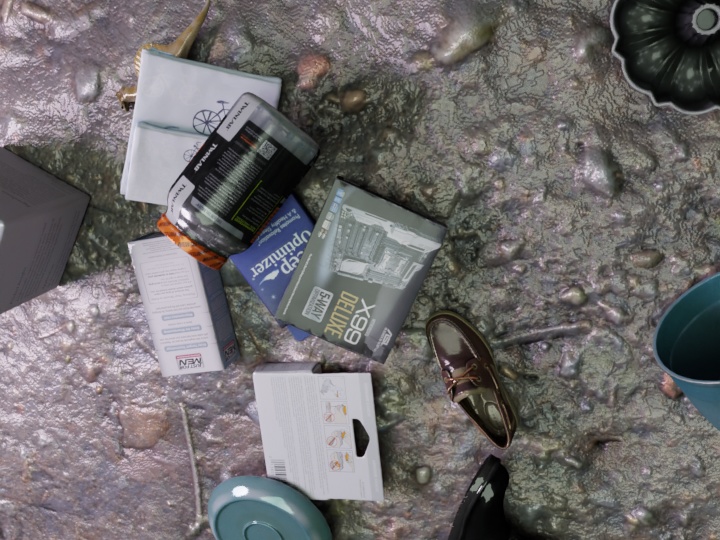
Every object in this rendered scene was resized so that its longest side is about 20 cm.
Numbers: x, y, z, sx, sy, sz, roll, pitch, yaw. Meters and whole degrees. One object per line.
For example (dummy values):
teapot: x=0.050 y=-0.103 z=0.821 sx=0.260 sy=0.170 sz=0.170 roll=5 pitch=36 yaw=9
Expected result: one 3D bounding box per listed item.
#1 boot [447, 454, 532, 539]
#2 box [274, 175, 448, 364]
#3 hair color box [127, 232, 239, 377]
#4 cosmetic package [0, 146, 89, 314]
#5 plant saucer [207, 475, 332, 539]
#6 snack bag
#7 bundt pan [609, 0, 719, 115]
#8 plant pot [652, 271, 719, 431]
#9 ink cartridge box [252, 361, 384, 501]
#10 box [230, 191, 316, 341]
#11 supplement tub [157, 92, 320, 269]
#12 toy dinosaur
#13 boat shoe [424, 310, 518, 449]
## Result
boot: x=0.207 y=0.361 z=1.084 sx=0.158 sy=0.079 sz=0.211 roll=21 pitch=119 yaw=14
box: x=0.000 y=0.000 z=1.028 sx=0.158 sy=0.050 sz=0.200 roll=24 pitch=101 yaw=-5
hair color box: x=-0.247 y=0.043 z=1.122 sx=0.099 sy=0.061 sz=0.200 roll=-8 pitch=102 yaw=16
cosmetic package: x=-0.514 y=-0.053 z=1.087 sx=0.165 sy=0.200 sz=0.165 roll=29 pitch=109 yaw=5
plant saucer: x=-0.140 y=0.390 z=1.181 sx=0.200 sy=0.027 sz=0.200 roll=8 pitch=121 yaw=14
snack bag: x=-0.202 y=-0.172 z=1.031 sx=0.188 sy=0.021 sz=0.200 roll=9 pitch=111 yaw=-16
bundt pan: x=0.376 y=-0.275 z=0.876 sx=0.202 sy=0.076 sz=0.202 roll=3 pitch=105 yaw=12
plant pot: x=0.472 y=0.120 z=0.908 sx=0.200 sy=0.200 sz=0.188 roll=-31 pitch=111 yaw=19
ink cartridge box: x=-0.055 y=0.229 z=1.134 sx=0.173 sy=0.044 sz=0.200 roll=-3 pitch=104 yaw=14
box: x=-0.095 y=-0.010 z=1.068 sx=0.121 sy=0.032 sz=0.200 roll=-35 pitch=99 yaw=6
supplement tub: x=-0.153 y=-0.108 z=0.981 sx=0.122 sy=0.123 sz=0.200 roll=38 pitch=92 yaw=1
toy dinosaur: x=-0.249 y=-0.261 z=1.043 sx=0.200 sy=0.058 sz=0.101 roll=-40 pitch=92 yaw=20
boat shoe: x=0.146 y=0.146 z=1.047 sx=0.072 sy=0.072 sz=0.200 roll=-25 pitch=97 yaw=18
